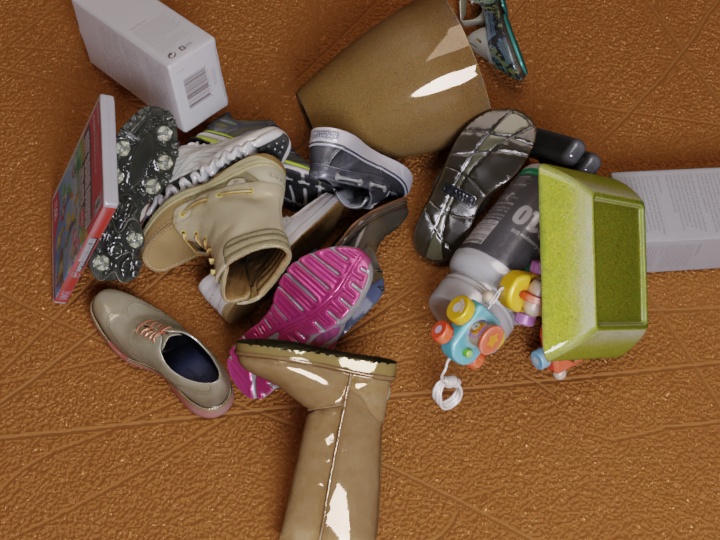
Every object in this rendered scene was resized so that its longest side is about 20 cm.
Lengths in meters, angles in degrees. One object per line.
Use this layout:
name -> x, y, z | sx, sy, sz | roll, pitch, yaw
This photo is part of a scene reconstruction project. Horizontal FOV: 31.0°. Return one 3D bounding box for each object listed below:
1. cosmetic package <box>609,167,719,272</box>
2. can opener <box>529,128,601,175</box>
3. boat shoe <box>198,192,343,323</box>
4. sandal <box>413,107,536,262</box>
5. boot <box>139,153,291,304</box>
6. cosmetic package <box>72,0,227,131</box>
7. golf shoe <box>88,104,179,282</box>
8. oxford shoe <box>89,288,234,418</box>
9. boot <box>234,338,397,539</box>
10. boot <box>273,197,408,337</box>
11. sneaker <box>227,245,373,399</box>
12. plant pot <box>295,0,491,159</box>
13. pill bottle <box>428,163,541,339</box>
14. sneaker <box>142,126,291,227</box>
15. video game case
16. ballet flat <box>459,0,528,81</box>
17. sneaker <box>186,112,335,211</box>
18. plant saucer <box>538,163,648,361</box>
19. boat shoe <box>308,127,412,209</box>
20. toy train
cosmetic package -> 0.391, -0.060, 1.521 | 0.198, 0.071, 0.102 | -3, 59, -5
can opener -> 0.210, -0.131, 1.509 | 0.052, 0.200, 0.067 | 36, 85, -22
boat shoe -> -0.101, -0.031, 1.470 | 0.069, 0.071, 0.200 | 39, 65, 19
sandal -> 0.130, -0.100, 1.501 | 0.081, 0.055, 0.201 | 29, 101, 4
boot -> -0.159, -0.021, 1.401 | 0.199, 0.073, 0.156 | -29, 43, 18
cosmetic package -> -0.252, -0.263, 1.552 | 0.071, 0.102, 0.200 | -37, 55, -24
golf shoe -> -0.263, -0.088, 1.437 | 0.077, 0.088, 0.202 | 18, 93, -25
oxford shoe -> -0.214, 0.073, 1.396 | 0.199, 0.074, 0.071 | 34, 62, 16
boot -> -0.055, 0.177, 1.292 | 0.173, 0.066, 0.202 | 10, 92, -1
boot -> 0.000, 0.000, 1.474 | 0.199, 0.075, 0.097 | -36, 88, -27
sneaker -> -0.055, 0.049, 1.373 | 0.200, 0.088, 0.082 | -46, 74, 21
plant pot -> 0.031, -0.206, 1.541 | 0.198, 0.187, 0.187 | -24, 62, -3
pill bottle -> 0.171, -0.012, 1.447 | 0.113, 0.113, 0.200 | 34, 71, 16
sneaker -> -0.172, -0.119, 1.477 | 0.199, 0.075, 0.082 | -26, 57, 16
video game case -> -0.303, -0.075, 1.413 | 0.017, 0.200, 0.144 | 8, 55, -26
ballet flat -> 0.165, -0.317, 1.676 | 0.073, 0.075, 0.202 | -4, 57, -7
sneaker -> -0.102, -0.136, 1.536 | 0.198, 0.074, 0.081 | 23, 56, 8
plant saucer -> 0.255, -0.007, 1.375 | 0.048, 0.199, 0.202 | -2, 87, 34
boat shoe -> -0.001, -0.101, 1.468 | 0.071, 0.200, 0.069 | 5, 81, 25
toy train -> 0.168, 0.076, 1.365 | 0.199, 0.152, 0.056 | -20, 26, -26
